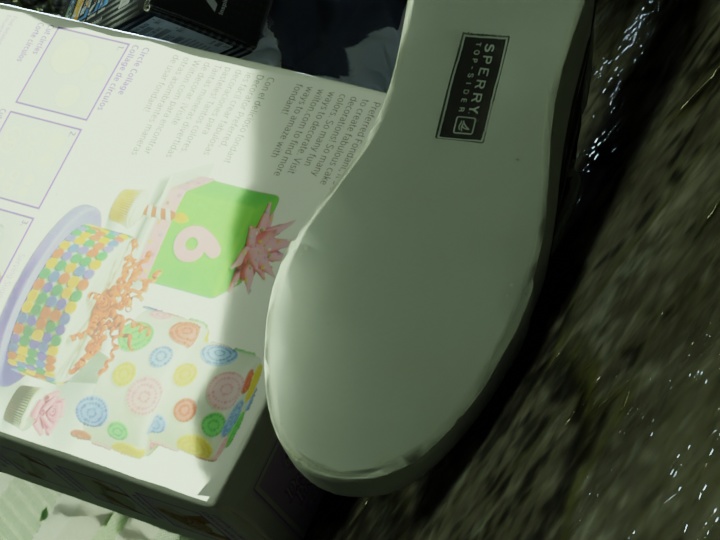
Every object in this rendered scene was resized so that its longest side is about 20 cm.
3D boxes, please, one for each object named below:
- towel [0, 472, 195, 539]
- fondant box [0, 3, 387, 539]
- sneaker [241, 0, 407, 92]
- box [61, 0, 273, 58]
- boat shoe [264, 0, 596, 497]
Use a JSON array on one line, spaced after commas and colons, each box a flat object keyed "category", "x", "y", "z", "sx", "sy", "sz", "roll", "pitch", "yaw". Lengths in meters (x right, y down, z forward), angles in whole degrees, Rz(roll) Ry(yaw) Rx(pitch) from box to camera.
[{"category": "towel", "x": -0.114, "y": 0.069, "z": 0.929, "sx": 0.153, "sy": 0.200, "sz": 0.023, "roll": -56, "pitch": -36, "yaw": 5}, {"category": "fondant box", "x": -0.084, "y": -0.002, "z": 0.886, "sx": 0.144, "sy": 0.200, "sz": 0.058, "roll": -64, "pitch": -34, "yaw": -17}, {"category": "sneaker", "x": -0.028, "y": -0.079, "z": 1.084, "sx": 0.130, "sy": 0.079, "sz": 0.199, "roll": 160, "pitch": 119, "yaw": -81}, {"category": "box", "x": -0.059, "y": -0.154, "z": 1.051, "sx": 0.200, "sy": 0.044, "sz": 0.160, "roll": 177, "pitch": 113, "yaw": -73}, {"category": "boat shoe", "x": 0.030, "y": -0.018, "z": 0.781, "sx": 0.064, "sy": 0.071, "sz": 0.200, "roll": 72, "pitch": -145, "yaw": -59}]
